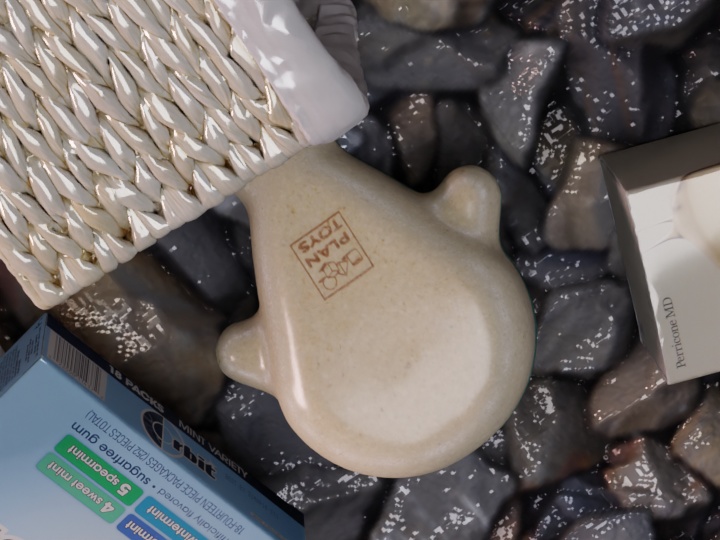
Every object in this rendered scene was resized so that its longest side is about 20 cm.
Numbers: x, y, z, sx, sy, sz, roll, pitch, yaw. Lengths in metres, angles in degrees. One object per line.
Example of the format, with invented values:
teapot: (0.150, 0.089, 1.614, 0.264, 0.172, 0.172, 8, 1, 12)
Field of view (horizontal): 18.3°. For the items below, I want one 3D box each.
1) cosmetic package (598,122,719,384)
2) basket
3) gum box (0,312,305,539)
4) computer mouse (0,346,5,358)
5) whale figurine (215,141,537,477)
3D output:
cosmetic package: (0.225, -0.027, 1.075, 0.198, 0.073, 0.104, -17, 108, -1)
basket: (-0.114, -0.126, 0.910, 0.160, 0.199, 0.200, -34, 111, 11)
gum box: (-0.154, 0.144, 1.081, 0.170, 0.045, 0.200, 40, 110, -22)
computer mouse: (-0.199, 0.061, 1.085, 0.109, 0.044, 0.201, -15, 118, 5)
whale figurine: (0.000, 0.000, 1.065, 0.159, 0.104, 0.201, -36, 86, 9)
